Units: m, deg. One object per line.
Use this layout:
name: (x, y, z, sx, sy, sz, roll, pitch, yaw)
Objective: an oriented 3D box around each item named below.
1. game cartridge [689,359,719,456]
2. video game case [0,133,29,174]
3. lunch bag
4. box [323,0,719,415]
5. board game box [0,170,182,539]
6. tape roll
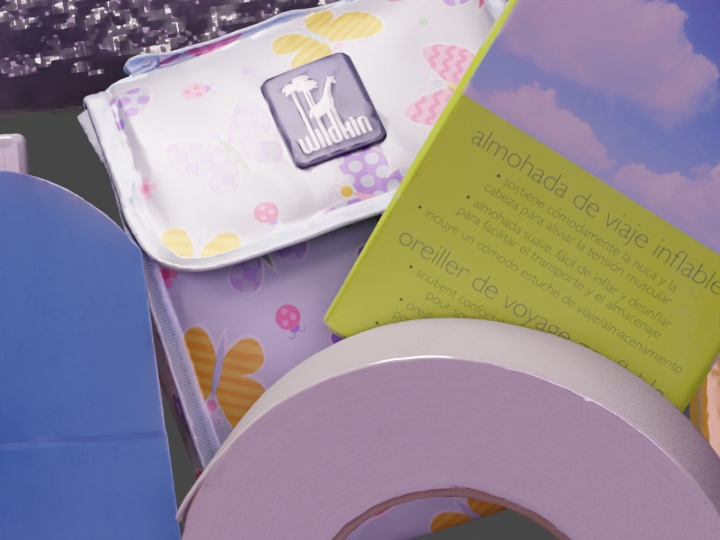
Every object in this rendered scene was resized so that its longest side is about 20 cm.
game cartridge: (0.216, 0.025, 1.101, 0.175, 0.032, 0.201, 0, 88, -4)
video game case: (-0.209, 0.055, 1.075, 0.181, 0.022, 0.201, -6, 91, -4)
lunch bag: (0.000, 0.000, 1.039, 0.169, 0.127, 0.201, -16, 85, -7)
box: (0.088, -0.037, 0.924, 0.122, 0.048, 0.200, 31, 111, -1)
board game box: (-0.120, 0.062, 1.032, 0.157, 0.039, 0.201, -6, 93, 36)
tape roll: (0.036, 0.114, 0.945, 0.202, 0.037, 0.204, 5, 112, 13)
